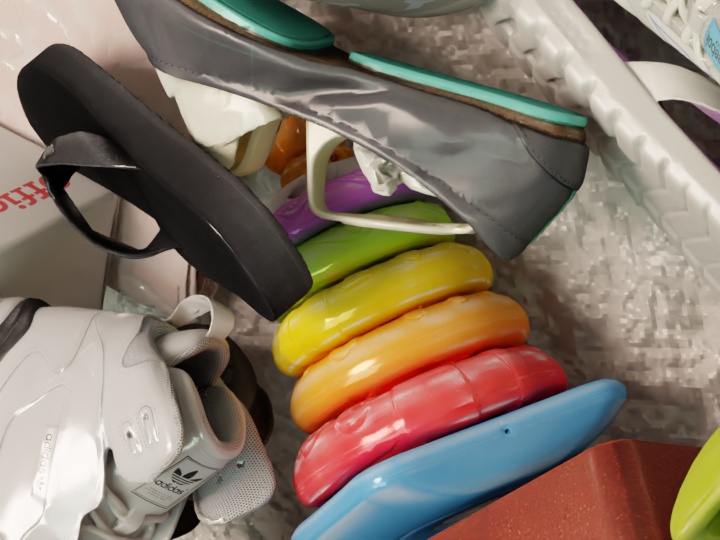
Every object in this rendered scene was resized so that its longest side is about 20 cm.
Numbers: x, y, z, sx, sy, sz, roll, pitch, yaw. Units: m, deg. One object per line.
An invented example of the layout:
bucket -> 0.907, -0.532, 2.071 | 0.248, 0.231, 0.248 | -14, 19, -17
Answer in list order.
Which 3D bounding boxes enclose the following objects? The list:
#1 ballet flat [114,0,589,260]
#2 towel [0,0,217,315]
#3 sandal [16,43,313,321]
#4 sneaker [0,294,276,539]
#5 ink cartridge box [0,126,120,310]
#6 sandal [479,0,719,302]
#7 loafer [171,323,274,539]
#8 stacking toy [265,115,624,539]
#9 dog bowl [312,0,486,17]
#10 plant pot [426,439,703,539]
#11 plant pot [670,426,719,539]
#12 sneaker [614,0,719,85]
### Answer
ballet flat -> -0.017, -0.057, 0.992 | 0.200, 0.073, 0.073 | 24, 124, 18
towel -> -0.132, -0.098, 1.144 | 0.200, 0.032, 0.191 | 26, 124, 23
sandal -> -0.086, -0.032, 1.035 | 0.076, 0.043, 0.200 | 56, 168, -30
sneaker -> -0.099, 0.099, 1.011 | 0.115, 0.075, 0.200 | -9, 65, 30
ink cartridge box -> -0.216, -0.017, 1.124 | 0.200, 0.145, 0.083 | 26, 122, 22
sandal -> 0.117, -0.044, 0.980 | 0.203, 0.050, 0.082 | 49, 174, 9
loafer -> -0.080, 0.071, 1.148 | 0.071, 0.073, 0.200 | 47, 160, -15
stacking toy -> 0.000, 0.000, 1.054 | 0.200, 0.116, 0.110 | 65, 155, 11
dog bowl -> -0.006, -0.183, 0.966 | 0.200, 0.059, 0.200 | 12, 109, 41
plant pot -> 0.107, 0.167, 0.977 | 0.200, 0.200, 0.176 | -35, 57, 42
plant pot -> 0.224, 0.086, 0.857 | 0.200, 0.199, 0.182 | -51, 45, 36
sneaker -> 0.127, -0.092, 0.930 | 0.200, 0.087, 0.075 | 28, 127, 23
